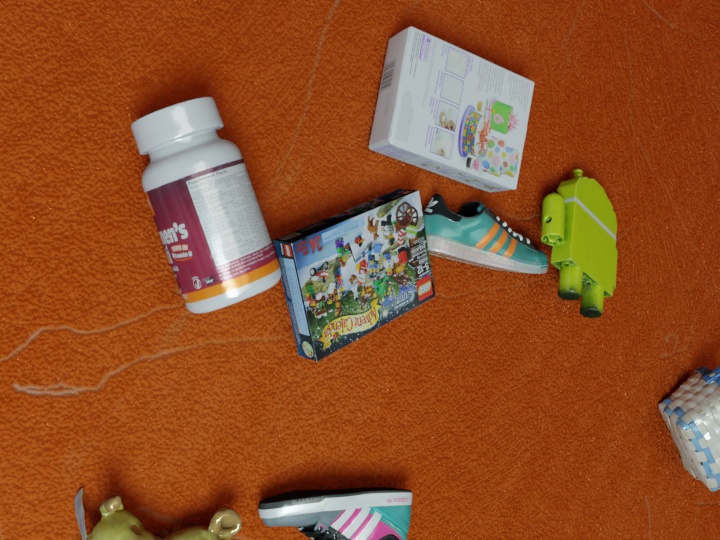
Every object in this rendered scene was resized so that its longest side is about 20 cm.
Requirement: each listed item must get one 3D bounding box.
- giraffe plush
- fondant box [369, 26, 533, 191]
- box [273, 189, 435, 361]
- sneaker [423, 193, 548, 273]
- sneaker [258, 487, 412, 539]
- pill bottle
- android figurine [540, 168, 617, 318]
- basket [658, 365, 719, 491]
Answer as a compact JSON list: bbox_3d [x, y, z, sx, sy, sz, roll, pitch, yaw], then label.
[{"bbox_3d":[-0.201,0.317,0.766,0.160,0.172,0.203,14,48,-36],"label":"giraffe plush"},{"bbox_3d":[0.118,-0.198,0.966,0.197,0.058,0.147,15,82,-26],"label":"fondant box"},{"bbox_3d":[0.000,0.000,0.886,0.198,0.037,0.139,-25,112,-36],"label":"box"},{"bbox_3d":[0.167,-0.045,0.989,0.197,0.071,0.082,13,88,-25],"label":"sneaker"},{"bbox_3d":[-0.026,0.317,0.881,0.197,0.083,0.123,7,77,-28],"label":"sneaker"},{"bbox_3d":[-0.162,-0.068,0.796,0.108,0.109,0.204,-23,99,-26],"label":"pill bottle"},{"bbox_3d":[0.309,-0.044,1.057,0.181,0.041,0.204,30,59,-39],"label":"android figurine"},{"bbox_3d":[0.564,0.216,1.143,0.197,0.139,0.179,-26,103,6],"label":"basket"}]
